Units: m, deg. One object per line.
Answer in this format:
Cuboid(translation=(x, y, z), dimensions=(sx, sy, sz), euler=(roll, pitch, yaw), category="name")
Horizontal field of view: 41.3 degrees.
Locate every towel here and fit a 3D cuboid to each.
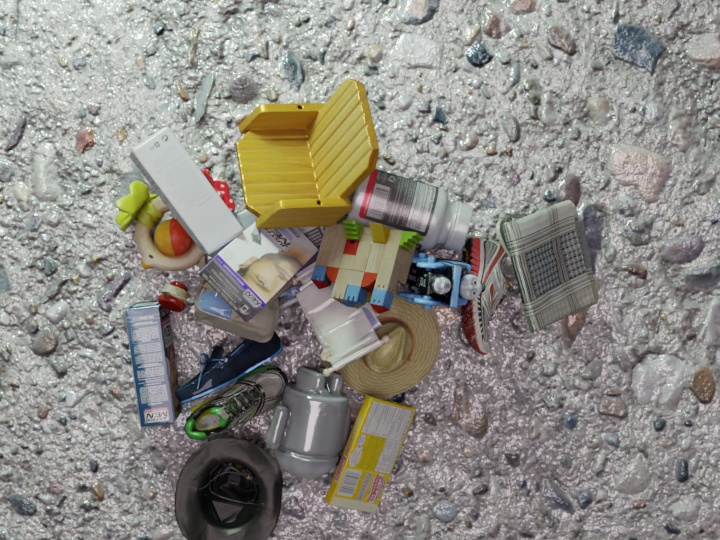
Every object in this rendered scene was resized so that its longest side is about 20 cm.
Cuboid(translation=(0.328, -0.011, 1.606), dimensions=(0.200, 0.035, 0.193), euler=(-19, 96, -42), category="towel")

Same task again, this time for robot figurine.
Cuboid(translation=(-0.085, 0.266, 1.627), dimensions=(0.170, 0.113, 0.200), euler=(7, 95, -37), category="robot figurine")

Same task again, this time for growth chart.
Cuboid(translation=(-0.031, 0.060, 1.610), dimensions=(0.145, 0.018, 0.200), euler=(-24, 72, 2), category="growth chart")

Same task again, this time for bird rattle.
Cuboid(translation=(-0.310, -0.081, 1.612), dimensions=(0.200, 0.113, 0.163), euler=(-6, 92, -13), category="bird rattle")

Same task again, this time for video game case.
Cuboid(translation=(-0.148, -0.028, 1.652), dimensions=(0.200, 0.023, 0.182), euler=(-26, 94, -1), category="video game case")

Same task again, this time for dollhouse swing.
Cuboid(translation=(-0.089, -0.196, 1.521), dimensions=(0.182, 0.176, 0.200), euler=(-3, 65, -18), category="dollhouse swing")

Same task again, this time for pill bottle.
Cuboid(translation=(0.082, -0.097, 1.610), dimensions=(0.200, 0.111, 0.111), euler=(16, 93, -3), category="pill bottle")

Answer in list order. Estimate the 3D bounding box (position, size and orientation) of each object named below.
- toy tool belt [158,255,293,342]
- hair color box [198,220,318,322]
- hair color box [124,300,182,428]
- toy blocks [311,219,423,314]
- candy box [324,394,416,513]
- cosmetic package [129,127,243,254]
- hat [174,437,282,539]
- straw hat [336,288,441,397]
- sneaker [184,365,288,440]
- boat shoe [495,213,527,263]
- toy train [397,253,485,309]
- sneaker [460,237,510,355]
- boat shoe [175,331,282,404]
Cuboid(translation=(-0.223, 0.033, 1.597), dimensions=(0.200, 0.125, 0.123), euler=(19, 65, -3), category="toy tool belt")
Cuboid(translation=(-0.160, -0.015, 1.542), dimensions=(0.109, 0.200, 0.065), euler=(46, 126, -4), category="hair color box")
Cuboid(translation=(-0.349, 0.155, 1.618), dimensions=(0.060, 0.100, 0.200), euler=(-6, 95, -2), category="hair color box")
Cuboid(translation=(0.000, 0.000, 1.558), dimensions=(0.200, 0.100, 0.137), euler=(8, 77, 34), category="toy blocks")
Cuboid(translation=(0.017, 0.319, 1.658), dimensions=(0.102, 0.026, 0.200), euler=(20, 93, -35), category="candy box")
Cuboid(translation=(-0.276, -0.123, 1.513), dimensions=(0.074, 0.102, 0.200), euler=(-36, 99, -11), category="cosmetic package")
Cuboid(translation=(-0.227, 0.385, 1.650), dimensions=(0.200, 0.081, 0.201), euler=(0, 88, -8), category="hat")
Cuboid(translation=(0.046, 0.132, 1.637), dimensions=(0.201, 0.085, 0.201), euler=(0, 94, -1), category="straw hat")
Cuboid(translation=(-0.210, 0.235, 1.636), dimensions=(0.200, 0.085, 0.078), euler=(-33, 94, 0), category="sneaker")
Cuboid(translation=(0.299, -0.007, 1.631), dimensions=(0.057, 0.067, 0.200), euler=(-20, 106, 43), category="boat shoe")
Cuboid(translation=(0.131, 0.017, 1.580), dimensions=(0.114, 0.200, 0.087), euler=(3, 94, -13), category="toy train")
Cuboid(translation=(0.219, 0.045, 1.638), dimensions=(0.082, 0.078, 0.200), euler=(3, 90, -8), category="sneaker")
Cuboid(translation=(-0.232, 0.157, 1.637), dimensions=(0.200, 0.084, 0.069), euler=(-30, 92, -20), category="boat shoe")
